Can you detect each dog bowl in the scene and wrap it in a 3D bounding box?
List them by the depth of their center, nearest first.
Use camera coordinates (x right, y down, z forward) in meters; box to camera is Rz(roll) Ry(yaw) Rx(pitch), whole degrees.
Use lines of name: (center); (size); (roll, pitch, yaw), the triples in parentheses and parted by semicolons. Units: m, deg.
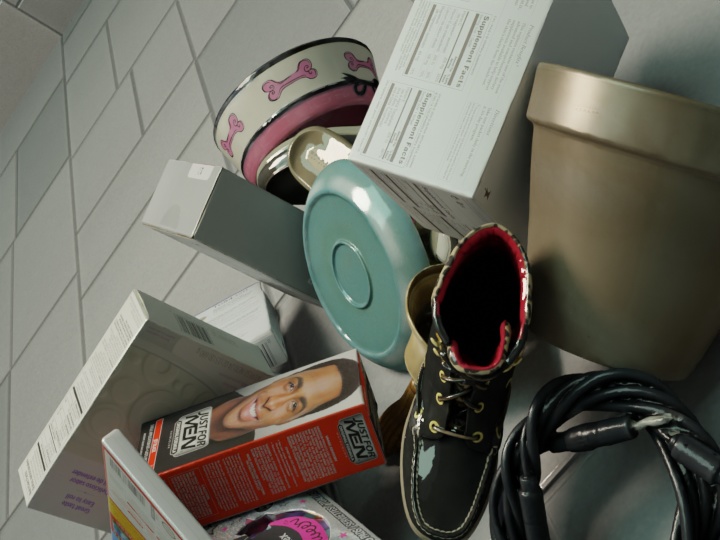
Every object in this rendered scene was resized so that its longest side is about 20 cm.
dog bowl: (-0.056, -0.157, 1.263); (0.200, 0.199, 0.074); (-42, 67, 30)

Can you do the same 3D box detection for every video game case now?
video game case: (-0.145, 0.223, 0.885); (0.143, 0.017, 0.201); (43, 148, 23)

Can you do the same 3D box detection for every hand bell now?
hand bell: (0.050, 0.098, 0.971); (0.201, 0.102, 0.105); (118, 159, -45)

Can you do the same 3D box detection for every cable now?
cable: (0.147, 0.165, 0.738); (0.163, 0.050, 0.202); (42, 117, 28)

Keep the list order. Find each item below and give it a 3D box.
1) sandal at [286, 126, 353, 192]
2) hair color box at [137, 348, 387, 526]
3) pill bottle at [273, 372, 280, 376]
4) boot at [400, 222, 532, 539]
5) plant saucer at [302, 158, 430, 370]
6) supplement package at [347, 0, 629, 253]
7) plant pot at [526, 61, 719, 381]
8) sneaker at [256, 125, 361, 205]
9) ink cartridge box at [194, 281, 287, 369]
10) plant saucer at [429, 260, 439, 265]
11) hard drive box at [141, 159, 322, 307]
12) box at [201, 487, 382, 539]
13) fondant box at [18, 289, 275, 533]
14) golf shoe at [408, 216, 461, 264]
sandal: (-0.001, -0.081, 1.098); (0.199, 0.054, 0.081); (34, 92, 28)
hair color box: (-0.083, 0.141, 0.952); (0.197, 0.062, 0.102); (-19, 22, 3)
pill bottle: (-0.104, 0.203, 1.099); (0.202, 0.110, 0.111); (-59, 29, 5)
boot: (0.071, 0.076, 0.780); (0.151, 0.072, 0.203); (83, -158, -72)
plant saucer: (0.000, 0.000, 1.058); (0.200, 0.027, 0.203); (39, 139, 43)
supplement package: (0.103, -0.132, 0.880); (0.110, 0.155, 0.203); (20, 83, 30)
plant pot: (0.189, -0.028, 0.778); (0.200, 0.197, 0.176); (32, 109, 61)
sneaker: (-0.013, -0.083, 1.164); (0.197, 0.075, 0.108); (-12, 52, 13)
ink cartridge box: (-0.171, 0.095, 1.180); (0.194, 0.044, 0.200); (-29, 13, 0)
plant saucer: (0.130, -0.033, 1.010); (0.199, 0.031, 0.202); (-39, 36, 35)
hard drive box: (-0.106, -0.034, 1.209); (0.155, 0.198, 0.078); (16, 80, 59)
box: (-0.055, 0.255, 0.918); (0.114, 0.134, 0.199); (-25, 21, -22)
fondant box: (-0.188, 0.135, 1.030); (0.201, 0.143, 0.058); (-55, 35, 11)
golf shoe: (0.116, -0.094, 0.993); (0.091, 0.072, 0.203); (20, 88, 42)
